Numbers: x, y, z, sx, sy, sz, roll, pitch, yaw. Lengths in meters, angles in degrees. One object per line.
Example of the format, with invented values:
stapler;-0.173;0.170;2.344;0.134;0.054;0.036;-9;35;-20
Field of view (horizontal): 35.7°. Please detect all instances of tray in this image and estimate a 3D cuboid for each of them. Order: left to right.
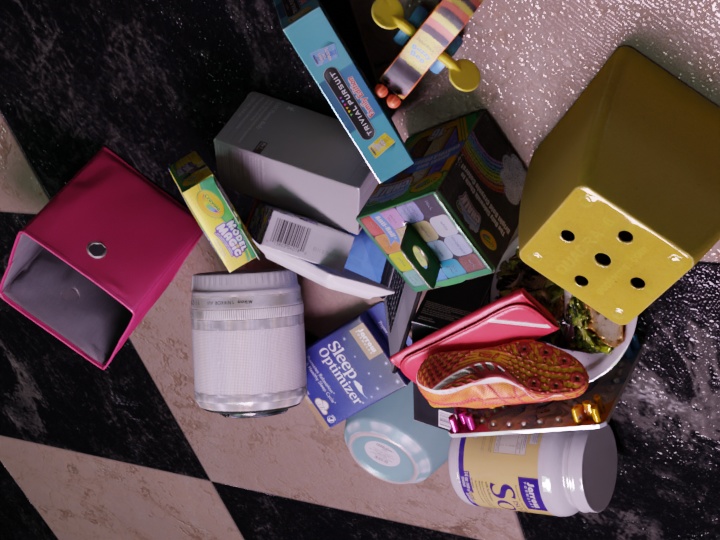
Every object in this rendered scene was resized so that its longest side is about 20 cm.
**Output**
tray;-0.053;0.000;1.429;0.107;0.022;0.200;17;-176;-37

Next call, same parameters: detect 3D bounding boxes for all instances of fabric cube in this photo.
fabric cube;-0.376;-0.017;1.634;0.196;0.199;0.200;37;142;-4

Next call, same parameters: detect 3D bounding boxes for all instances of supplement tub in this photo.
supplement tub;0.239;0.263;1.549;0.200;0.145;0.146;-1;131;35

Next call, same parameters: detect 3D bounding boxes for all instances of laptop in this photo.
laptop;0.000;0.000;1.456;0.116;0.200;0.187;2;141;-9

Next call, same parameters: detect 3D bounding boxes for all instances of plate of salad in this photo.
plate of salad;0.230;0.038;1.313;0.200;0.048;0.200;-1;89;41

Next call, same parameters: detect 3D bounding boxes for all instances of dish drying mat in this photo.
dish drying mat;0.132;0.086;1.319;0.200;0.018;0.077;-31;125;32

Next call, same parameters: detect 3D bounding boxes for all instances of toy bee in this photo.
toy bee;0.065;-0.222;1.189;0.131;0.109;0.200;23;141;9

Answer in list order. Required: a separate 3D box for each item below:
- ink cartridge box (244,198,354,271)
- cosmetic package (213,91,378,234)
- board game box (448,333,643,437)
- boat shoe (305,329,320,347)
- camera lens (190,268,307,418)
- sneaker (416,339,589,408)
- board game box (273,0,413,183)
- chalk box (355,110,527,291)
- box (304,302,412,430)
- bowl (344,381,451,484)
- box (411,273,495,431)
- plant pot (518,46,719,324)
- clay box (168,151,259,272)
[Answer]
ink cartridge box;-0.087;-0.051;1.430;0.109;0.050;0.200;19;-175;-17
cosmetic package;-0.067;-0.133;1.375;0.200;0.107;0.090;17;140;17
board game box;0.228;0.138;1.373;0.200;0.200;0.026;-9;110;31
boat shoe;-0.149;0.089;1.699;0.200;0.070;0.066;26;129;10
camera lens;-0.157;0.101;1.580;0.160;0.160;0.200;-1;93;35
sneaker;0.167;0.126;1.306;0.200;0.073;0.077;-1;150;19
board game box;-0.021;-0.211;1.229;0.047;0.151;0.200;-31;116;6
chalk box;0.091;-0.063;1.263;0.124;0.200;0.125;-16;121;43
box;-0.010;0.139;1.618;0.200;0.032;0.121;-33;94;30
bowl;0.055;0.248;1.693;0.201;0.105;0.201;19;140;16
box;0.125;0.093;1.452;0.079;0.141;0.200;16;138;19
plant pot;0.275;-0.067;1.153;0.200;0.176;0.200;33;142;-1
clay box;-0.180;-0.073;1.370;0.115;0.048;0.200;61;175;-20
